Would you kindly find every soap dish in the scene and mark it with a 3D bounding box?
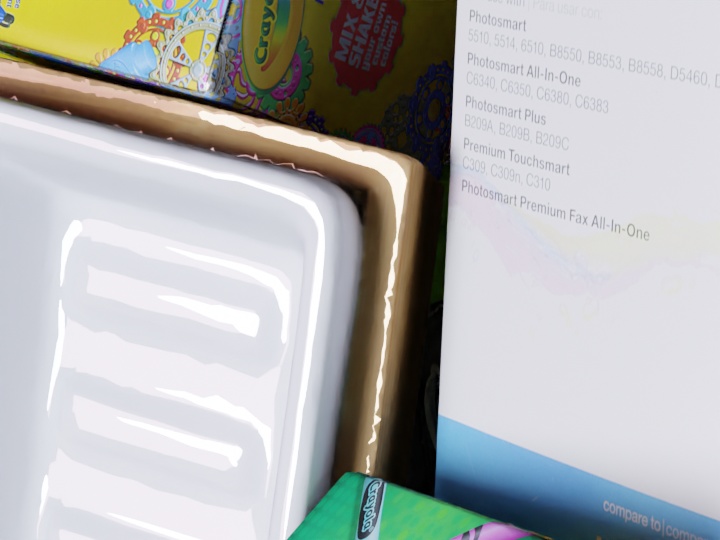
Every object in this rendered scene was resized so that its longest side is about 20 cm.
[{"bbox_3d":[-0.058,0.047,0.724,0.156,0.081,0.202,14,106,26],"label":"soap dish"}]

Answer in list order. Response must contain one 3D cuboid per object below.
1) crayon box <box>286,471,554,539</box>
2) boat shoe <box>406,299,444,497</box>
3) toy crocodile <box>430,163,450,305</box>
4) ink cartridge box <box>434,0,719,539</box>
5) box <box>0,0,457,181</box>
[{"bbox_3d":[0.065,0.143,0.636,0.200,0.058,0.119,48,166,-19],"label":"crayon box"},{"bbox_3d":[0.048,0.103,0.737,0.063,0.072,0.202,122,137,-78],"label":"boat shoe"},{"bbox_3d":[0.000,0.000,0.824,0.199,0.062,0.068,1,100,21],"label":"toy crocodile"},{"bbox_3d":[0.106,-0.018,0.651,0.125,0.128,0.202,19,112,53],"label":"ink cartridge box"},{"bbox_3d":[-0.054,-0.151,0.778,0.192,0.122,0.201,17,88,35],"label":"box"}]
